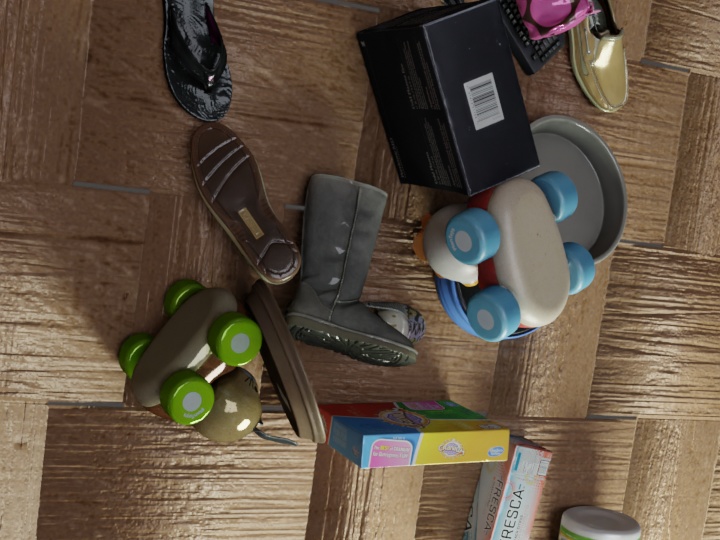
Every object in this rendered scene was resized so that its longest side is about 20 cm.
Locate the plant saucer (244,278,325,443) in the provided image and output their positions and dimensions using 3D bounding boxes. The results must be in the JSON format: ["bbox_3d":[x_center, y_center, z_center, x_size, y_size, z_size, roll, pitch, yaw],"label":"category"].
[{"bbox_3d":[-0.089,0.107,1.270,0.029,0.200,0.202,-22,107,-11],"label":"plant saucer"}]

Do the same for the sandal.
[{"bbox_3d":[-0.187,-0.266,1.247,0.075,0.048,0.202,-14,103,-22],"label":"sandal"}]

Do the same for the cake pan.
[{"bbox_3d":[0.263,-0.101,1.450,0.199,0.037,0.202,7,76,-30],"label":"cake pan"}]

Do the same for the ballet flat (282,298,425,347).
[{"bbox_3d":[0.003,0.073,1.377,0.199,0.072,0.073,7,96,-25],"label":"ballet flat"}]

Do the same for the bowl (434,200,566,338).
[{"bbox_3d":[0.194,-0.006,1.467,0.199,0.039,0.203,-4,100,-24],"label":"bowl"}]

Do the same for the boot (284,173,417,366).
[{"bbox_3d":[0.002,0.000,1.327,0.181,0.073,0.202,21,63,-16],"label":"boot"}]

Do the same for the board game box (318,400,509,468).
[{"bbox_3d":[0.061,0.201,1.378,0.198,0.153,0.041,1,97,-25],"label":"board game box"}]

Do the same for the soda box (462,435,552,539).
[{"bbox_3d":[0.192,0.325,1.503,0.063,0.068,0.202,15,91,-25],"label":"soda box"}]

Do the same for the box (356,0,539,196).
[{"bbox_3d":[0.101,-0.205,1.314,0.103,0.182,0.202,-23,108,-20],"label":"box"}]

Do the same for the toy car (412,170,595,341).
[{"bbox_3d":[0.145,-0.017,1.349,0.184,0.199,0.178,-26,104,-38],"label":"toy car"}]

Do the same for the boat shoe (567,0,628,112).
[{"bbox_3d":[0.314,-0.300,1.453,0.071,0.076,0.201,-31,110,-17],"label":"boat shoe"}]

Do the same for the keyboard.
[{"bbox_3d":[0.177,-0.337,1.416,0.127,0.021,0.201,-42,112,-13],"label":"keyboard"}]

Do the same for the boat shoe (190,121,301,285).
[{"bbox_3d":[-0.139,-0.072,1.290,0.074,0.075,0.204,-25,86,-11],"label":"boat shoe"}]

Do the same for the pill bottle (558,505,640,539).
[{"bbox_3d":[0.326,0.444,1.560,0.110,0.111,0.202,3,97,-25],"label":"pill bottle"}]

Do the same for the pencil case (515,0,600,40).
[{"bbox_3d":[0.223,-0.394,1.375,0.091,0.093,0.201,-32,104,-39],"label":"pencil case"}]

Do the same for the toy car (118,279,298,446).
[{"bbox_3d":[-0.150,0.131,1.274,0.158,0.164,0.200,-50,123,-9],"label":"toy car"}]
